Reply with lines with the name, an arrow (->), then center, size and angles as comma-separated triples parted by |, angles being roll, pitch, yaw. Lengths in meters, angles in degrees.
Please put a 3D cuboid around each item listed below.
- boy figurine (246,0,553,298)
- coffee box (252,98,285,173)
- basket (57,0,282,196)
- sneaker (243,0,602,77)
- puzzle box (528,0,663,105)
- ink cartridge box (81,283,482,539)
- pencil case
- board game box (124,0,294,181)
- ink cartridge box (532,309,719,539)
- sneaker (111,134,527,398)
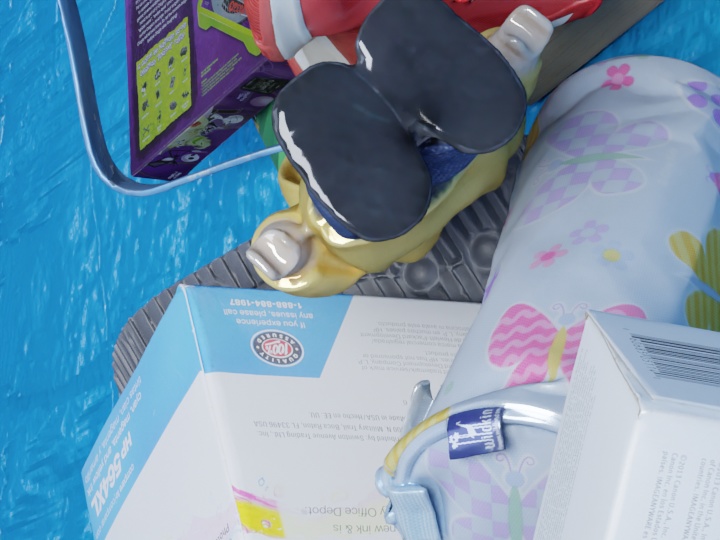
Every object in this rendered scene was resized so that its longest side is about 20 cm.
boy figurine -> 0.012, -0.040, 0.947 | 0.124, 0.064, 0.200 | -42, -1, -3
coffee box -> -0.001, -0.089, 1.234 | 0.123, 0.044, 0.200 | -66, 32, 33
basket -> -0.044, -0.140, 1.108 | 0.139, 0.176, 0.201 | -23, -80, -72
sneaker -> 0.018, -0.114, 0.960 | 0.200, 0.115, 0.079 | 25, -131, -83
puzzle box -> 0.077, -0.179, 1.106 | 0.133, 0.025, 0.201 | -38, 52, 57
ink cartridge box -> -0.009, 0.124, 1.037 | 0.125, 0.128, 0.201 | -57, 37, 45
pencil case -> 0.073, 0.016, 0.917 | 0.090, 0.083, 0.200 | -13, 32, 31
board game box -> -0.049, -0.130, 1.256 | 0.200, 0.032, 0.121 | -35, 57, 54
ink cartridge box -> 0.130, 0.130, 0.801 | 0.084, 0.175, 0.201 | -109, 30, -72
sneaker -> 0.000, 0.000, 1.137 | 0.199, 0.082, 0.070 | -23, 86, 17
